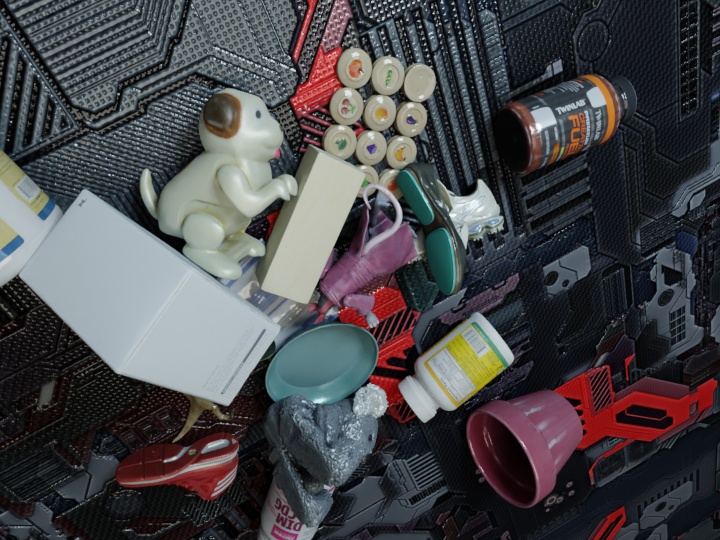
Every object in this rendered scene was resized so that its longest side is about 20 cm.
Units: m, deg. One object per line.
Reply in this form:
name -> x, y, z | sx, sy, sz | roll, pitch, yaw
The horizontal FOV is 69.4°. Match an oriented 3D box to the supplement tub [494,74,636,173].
supplement tub -> 0.312, -0.229, 0.787 | 0.197, 0.107, 0.109 | -22, 122, -8

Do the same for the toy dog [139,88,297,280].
toy dog -> -0.169, -0.126, 0.663 | 0.192, 0.139, 0.203 | 29, 109, 8

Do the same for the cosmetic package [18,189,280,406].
cosmetic package -> -0.233, 0.039, 0.604 | 0.124, 0.198, 0.200 | -54, 152, -10

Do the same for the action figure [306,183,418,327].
action figure -> 0.000, 0.000, 0.746 | 0.134, 0.149, 0.201 | 41, 84, 7

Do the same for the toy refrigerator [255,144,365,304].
toy refrigerator -> -0.075, -0.064, 0.732 | 0.075, 0.070, 0.203 | 18, 104, -26

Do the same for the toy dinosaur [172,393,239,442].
toy dinosaur -> -0.250, 0.204, 0.846 | 0.099, 0.059, 0.203 | 14, 124, -8

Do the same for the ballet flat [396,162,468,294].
ballet flat -> 0.121, -0.068, 0.765 | 0.067, 0.068, 0.204 | -20, 89, -29

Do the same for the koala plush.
koala plush -> -0.044, 0.274, 0.873 | 0.198, 0.184, 0.179 | -13, 139, -45

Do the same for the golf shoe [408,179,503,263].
golf shoe -> 0.126, -0.077, 0.833 | 0.197, 0.078, 0.099 | -23, 97, -7

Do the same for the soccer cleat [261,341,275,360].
soccer cleat -> -0.221, 0.091, 0.763 | 0.196, 0.068, 0.082 | 9, 119, -9

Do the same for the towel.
towel -> -0.142, 0.061, 0.819 | 0.147, 0.024, 0.200 | -42, 123, 5

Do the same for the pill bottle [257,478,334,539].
pill bottle -> -0.120, 0.431, 0.965 | 0.111, 0.114, 0.203 | 11, 112, -25

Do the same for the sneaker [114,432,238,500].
sneaker -> -0.303, 0.356, 0.881 | 0.196, 0.079, 0.118 | -5, 117, -16

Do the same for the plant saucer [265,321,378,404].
plant saucer -> -0.066, 0.153, 0.871 | 0.196, 0.036, 0.203 | -13, 132, -15

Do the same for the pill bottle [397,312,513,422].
pill bottle -> 0.168, 0.180, 0.943 | 0.199, 0.113, 0.113 | -39, 123, 2

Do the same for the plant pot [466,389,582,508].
plant pot -> 0.343, 0.340, 1.059 | 0.177, 0.199, 0.204 | -22, 123, -27

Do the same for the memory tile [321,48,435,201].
memory tile -> 0.021, -0.201, 0.747 | 0.150, 0.017, 0.204 | 4, 114, -23

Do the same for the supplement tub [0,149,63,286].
supplement tub -> -0.446, -0.084, 0.558 | 0.143, 0.145, 0.201 | -34, 122, 0
